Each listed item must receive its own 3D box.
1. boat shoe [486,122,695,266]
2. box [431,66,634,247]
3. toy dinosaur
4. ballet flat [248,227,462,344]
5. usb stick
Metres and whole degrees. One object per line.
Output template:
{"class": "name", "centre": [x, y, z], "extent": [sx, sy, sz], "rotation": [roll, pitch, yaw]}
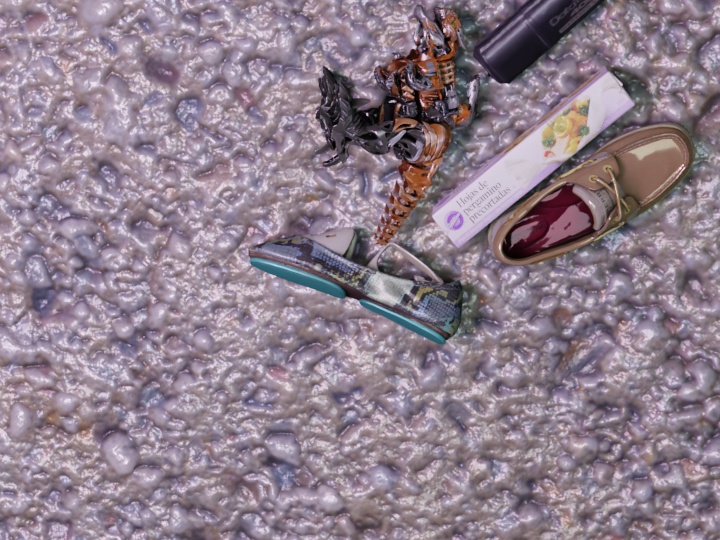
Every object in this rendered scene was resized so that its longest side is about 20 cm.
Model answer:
{"class": "boat shoe", "centre": [0.202, -0.058, 1.346], "extent": [0.199, 0.066, 0.074], "rotation": [-33, 99, 11]}
{"class": "box", "centre": [0.149, -0.099, 1.355], "extent": [0.200, 0.041, 0.039], "rotation": [-39, 97, 13]}
{"class": "toy dinosaur", "centre": [0.035, -0.126, 1.336], "extent": [0.134, 0.102, 0.202], "rotation": [7, 82, -14]}
{"class": "ballet flat", "centre": [0.000, 0.000, 1.386], "extent": [0.198, 0.074, 0.075], "rotation": [23, 104, -3]}
{"class": "usb stick", "centre": [0.180, -0.234, 1.316], "extent": [0.200, 0.033, 0.055], "rotation": [-41, 141, 13]}
